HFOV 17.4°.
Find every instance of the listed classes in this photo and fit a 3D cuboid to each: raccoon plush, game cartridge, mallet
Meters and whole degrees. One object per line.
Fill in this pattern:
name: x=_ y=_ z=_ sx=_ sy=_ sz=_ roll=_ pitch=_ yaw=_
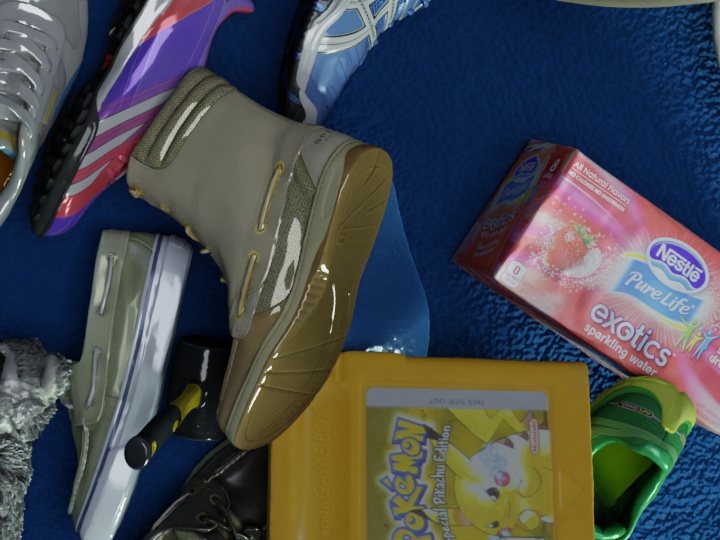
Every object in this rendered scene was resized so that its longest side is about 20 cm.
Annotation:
raccoon plush: x=-0.220 y=0.132 z=1.472 sx=0.134 sy=0.097 sz=0.200 roll=-39 pitch=135 yaw=-20
game cartridge: x=0.043 y=0.136 z=1.435 sx=0.200 sy=0.032 sz=0.176 roll=3 pitch=66 yaw=-7
mallet: x=-0.114 y=0.097 z=1.423 sx=0.041 sy=0.200 sz=0.066 roll=9 pitch=108 yaw=7

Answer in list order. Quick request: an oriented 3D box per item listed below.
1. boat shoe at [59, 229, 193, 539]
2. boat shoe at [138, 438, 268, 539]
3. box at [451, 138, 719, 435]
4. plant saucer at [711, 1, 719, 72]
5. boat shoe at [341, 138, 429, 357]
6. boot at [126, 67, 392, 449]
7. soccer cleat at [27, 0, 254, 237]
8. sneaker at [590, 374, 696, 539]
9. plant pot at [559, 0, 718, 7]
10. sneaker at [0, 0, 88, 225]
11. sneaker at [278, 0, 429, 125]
boat shoe: x=-0.156 y=0.071 z=1.477 sx=0.062 sy=0.072 sz=0.200 roll=14 pitch=85 yaw=-1
boat shoe: x=-0.099 y=0.175 z=1.499 sx=0.073 sy=0.065 sz=0.200 roll=45 pitch=84 yaw=-14
box: x=0.175 y=0.010 z=1.533 sx=0.200 sy=0.095 sz=0.103 roll=35 pitch=87 yaw=-16
plant saucer: x=0.320 y=-0.169 z=1.569 sx=0.200 sy=0.050 sz=0.200 roll=-2 pitch=98 yaw=-15
boat shoe: x=0.000 y=0.000 z=1.497 sx=0.084 sy=0.069 sz=0.200 roll=-15 pitch=118 yaw=-25
boot: x=-0.079 y=-0.009 z=1.422 sx=0.073 sy=0.155 sz=0.200 roll=-4 pitch=117 yaw=-57
soccer cleat: x=-0.138 y=-0.102 z=1.452 sx=0.073 sy=0.068 sz=0.200 roll=28 pitch=87 yaw=-20
sneaker: x=0.136 y=0.144 z=1.514 sx=0.074 sy=0.084 sz=0.200 roll=33 pitch=128 yaw=-8
plant pot: x=0.155 y=-0.276 z=1.427 sx=0.200 sy=0.177 sz=0.200 roll=48 pitch=61 yaw=-16
sneaker: x=-0.213 y=-0.104 z=1.423 sx=0.076 sy=0.081 sz=0.200 roll=19 pitch=91 yaw=-15
sneaker: x=0.008 y=-0.175 z=1.473 sx=0.077 sy=0.076 sz=0.200 roll=24 pitch=92 yaw=-12
